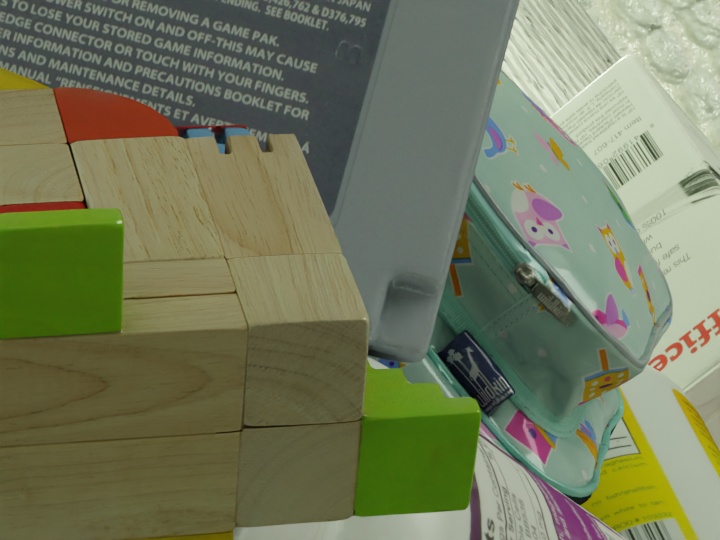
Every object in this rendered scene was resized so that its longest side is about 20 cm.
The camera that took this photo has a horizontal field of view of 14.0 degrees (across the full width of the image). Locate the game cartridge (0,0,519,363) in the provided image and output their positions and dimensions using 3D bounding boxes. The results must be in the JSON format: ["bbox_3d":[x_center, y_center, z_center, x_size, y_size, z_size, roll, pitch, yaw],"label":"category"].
[{"bbox_3d":[-0.063,-0.064,0.749,0.200,0.133,0.041,16,-9,1],"label":"game cartridge"}]

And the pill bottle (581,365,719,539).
[{"bbox_3d":[0.093,0.100,1.081,0.104,0.104,0.200,42,14,-32],"label":"pill bottle"}]

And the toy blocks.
[{"bbox_3d":[-0.087,-0.001,0.630,0.137,0.200,0.100,-113,-156,-55],"label":"toy blocks"}]

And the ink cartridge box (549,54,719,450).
[{"bbox_3d":[0.126,0.018,1.360,0.084,0.146,0.200,42,15,-41],"label":"ink cartridge box"}]

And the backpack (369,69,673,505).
[{"bbox_3d":[0.000,0.000,0.951,0.200,0.153,0.176,42,16,2],"label":"backpack"}]

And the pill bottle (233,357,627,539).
[{"bbox_3d":[-0.003,0.085,0.752,0.200,0.112,0.112,37,17,-48],"label":"pill bottle"}]
